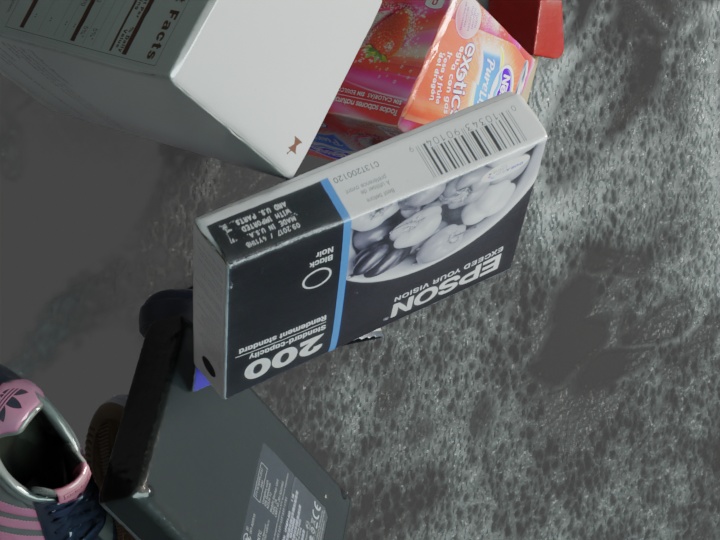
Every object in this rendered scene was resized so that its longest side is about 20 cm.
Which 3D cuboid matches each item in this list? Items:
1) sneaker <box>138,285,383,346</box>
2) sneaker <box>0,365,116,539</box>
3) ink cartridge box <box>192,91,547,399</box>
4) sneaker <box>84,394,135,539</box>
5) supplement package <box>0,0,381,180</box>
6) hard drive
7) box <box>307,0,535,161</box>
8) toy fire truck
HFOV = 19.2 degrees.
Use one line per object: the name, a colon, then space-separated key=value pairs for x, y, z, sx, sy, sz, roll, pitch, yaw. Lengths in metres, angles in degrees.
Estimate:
sneaker: x=-0.068 y=0.010 z=1.392 sx=0.200 sy=0.070 sz=0.082 roll=3 pitch=79 yaw=-49
sneaker: x=-0.186 y=0.131 z=1.257 sx=0.070 sy=0.082 sz=0.200 roll=-54 pitch=139 yaw=-22
ink cartridge box: x=0.000 y=0.000 z=1.210 sx=0.198 sy=0.043 sz=0.200 roll=-23 pitch=155 yaw=-17
sneaker: x=-0.106 y=0.136 z=1.375 sx=0.112 sy=0.071 sz=0.200 roll=-38 pitch=137 yaw=-31
supplement package: x=-0.112 y=-0.142 z=1.156 sx=0.117 sy=0.200 sz=0.117 roll=40 pitch=73 yaw=-50
hard drive: x=-0.078 y=0.141 z=1.313 sx=0.200 sy=0.033 sz=0.140 roll=51 pitch=36 yaw=-36
box: x=-0.011 y=-0.123 z=1.285 sx=0.103 sy=0.200 sz=0.095 roll=35 pitch=75 yaw=-51
toy fire truck: x=0.078 y=-0.096 z=1.523 sx=0.141 sy=0.049 sz=0.200 roll=-13 pitch=114 yaw=-48
